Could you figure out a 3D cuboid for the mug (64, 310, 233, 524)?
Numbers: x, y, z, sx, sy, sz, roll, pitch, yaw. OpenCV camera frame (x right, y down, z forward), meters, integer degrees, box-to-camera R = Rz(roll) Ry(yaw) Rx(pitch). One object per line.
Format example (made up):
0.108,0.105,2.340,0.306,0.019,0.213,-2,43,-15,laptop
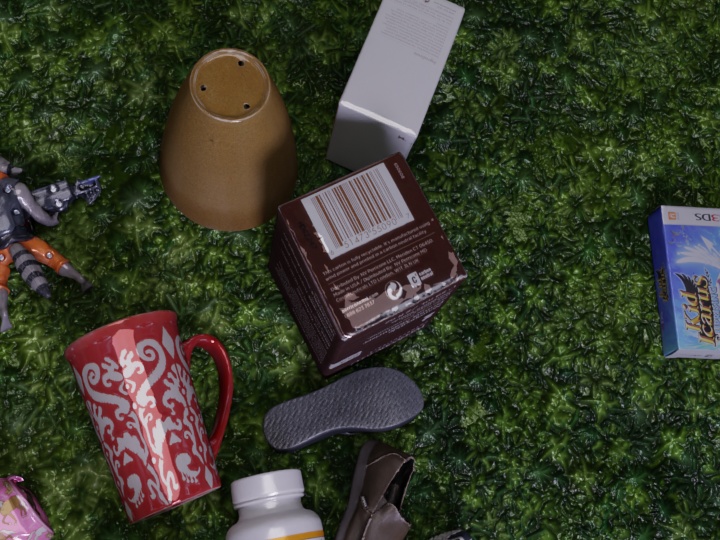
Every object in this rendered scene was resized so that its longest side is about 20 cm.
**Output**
-0.218,0.157,0.987,0.174,0.134,0.204,-19,78,-13,mug

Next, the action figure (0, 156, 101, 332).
-0.390,-0.055,1.046,0.197,0.105,0.196,-29,87,-15,action figure

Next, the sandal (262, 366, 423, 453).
-0.021,0.168,1.065,0.195,0.043,0.078,-12,66,-3,sandal

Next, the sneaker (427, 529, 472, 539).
0.083,0.401,0.984,0.199,0.079,0.131,-42,101,-38,sneaker

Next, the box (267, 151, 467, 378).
0.000,0.000,1.035,0.163,0.200,0.167,-25,77,-16,box

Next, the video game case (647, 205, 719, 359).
0.490,0.017,1.191,0.176,0.046,0.205,2,71,-7,video game case

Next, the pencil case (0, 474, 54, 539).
-0.422,0.309,0.927,0.199,0.087,0.082,-40,50,-19,pencil case

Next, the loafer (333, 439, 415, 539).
0.019,0.287,0.987,0.070,0.073,0.204,-4,59,26,loafer

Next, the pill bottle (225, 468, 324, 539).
-0.088,0.327,0.957,0.108,0.111,0.205,-8,72,-11,pill bottle

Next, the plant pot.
-0.157,-0.174,1.070,0.181,0.200,0.191,3,70,-9,plant pot

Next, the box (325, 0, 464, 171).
0.043,-0.242,1.149,0.104,0.153,0.204,22,69,-1,box
